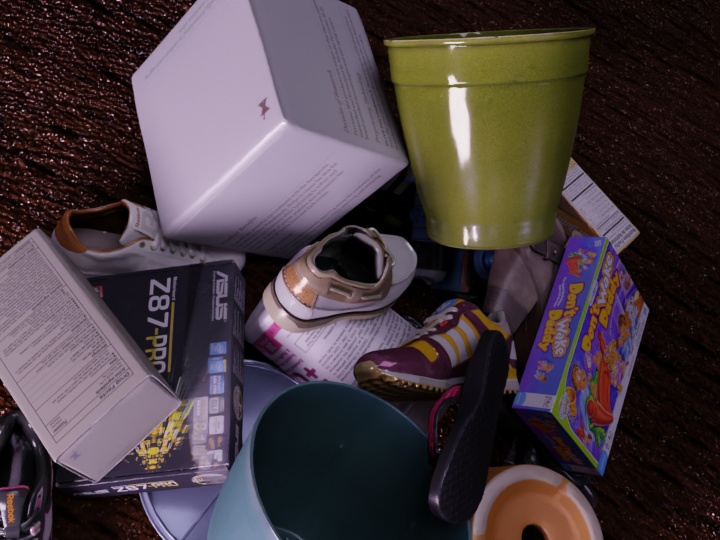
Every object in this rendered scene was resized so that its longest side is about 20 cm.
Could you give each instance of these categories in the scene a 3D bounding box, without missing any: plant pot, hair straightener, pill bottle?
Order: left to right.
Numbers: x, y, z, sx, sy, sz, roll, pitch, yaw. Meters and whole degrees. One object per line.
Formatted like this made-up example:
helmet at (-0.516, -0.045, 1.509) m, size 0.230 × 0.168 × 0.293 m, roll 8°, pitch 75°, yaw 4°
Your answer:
plant pot at (-0.034, 0.220, 0.740) m, size 0.198 × 0.162 × 0.202 m, roll 24°, pitch 36°, yaw -18°
pill bottle at (-0.007, 0.079, 0.896) m, size 0.199 × 0.113 × 0.114 m, roll 38°, pitch 57°, yaw -9°
plant pot at (0.123, -0.128, 0.878) m, size 0.197 × 0.200 × 0.197 m, roll -9°, pitch 106°, yaw -24°
plant pot at (0.120, 0.261, 0.819) m, size 0.196 × 0.184 × 0.204 m, roll 9°, pitch 62°, yaw -16°
hair straightener at (0.177, 0.196, 0.964) m, size 0.076 × 0.041 × 0.201 m, roll -33°, pitch 83°, yaw -30°

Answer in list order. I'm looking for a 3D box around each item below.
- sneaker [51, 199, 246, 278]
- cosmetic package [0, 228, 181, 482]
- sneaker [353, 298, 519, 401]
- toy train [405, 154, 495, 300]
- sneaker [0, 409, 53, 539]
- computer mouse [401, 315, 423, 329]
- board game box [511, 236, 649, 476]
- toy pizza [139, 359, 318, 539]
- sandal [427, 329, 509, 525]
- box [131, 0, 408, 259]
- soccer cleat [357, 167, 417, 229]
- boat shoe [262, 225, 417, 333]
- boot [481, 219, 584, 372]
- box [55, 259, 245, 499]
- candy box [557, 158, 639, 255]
sneaker at (-0.202, -0.026, 0.902) m, size 0.196 × 0.085 × 0.074 m, roll 0°, pitch 63°, yaw -24°
cosmetic package at (-0.256, 0.070, 0.788) m, size 0.103 × 0.073 × 0.200 m, roll -40°, pitch 62°, yaw -8°
sneaker at (0.067, 0.070, 0.832) m, size 0.198 × 0.074 × 0.092 m, roll 10°, pitch 71°, yaw -45°
toy train at (0.105, -0.071, 1.003) m, size 0.112 × 0.086 × 0.204 m, roll 6°, pitch 90°, yaw -23°
sneaker at (-0.290, 0.210, 0.750) m, size 0.079 × 0.087 × 0.203 m, roll -5°, pitch 67°, yaw -20°
computer mouse at (0.003, 0.050, 0.970) m, size 0.197 × 0.034 × 0.059 m, roll 23°, pitch 58°, yaw -9°
board game box at (0.232, 0.087, 0.937) m, size 0.135 × 0.044 × 0.202 m, roll 47°, pitch 57°, yaw -39°
toy pizza at (-0.113, 0.183, 0.861) m, size 0.196 × 0.032 × 0.204 m, roll 8°, pitch 64°, yaw -16°
sandal at (0.084, 0.129, 0.760) m, size 0.044 × 0.076 × 0.201 m, roll -2°, pitch 35°, yaw 23°
box at (-0.096, -0.151, 0.906) m, size 0.170 × 0.198 × 0.203 m, roll 8°, pitch 56°, yaw -46°
soccer cleat at (0.021, -0.091, 1.031) m, size 0.196 × 0.067 × 0.083 m, roll 0°, pitch 76°, yaw -21°
boat shoe at (0.000, 0.000, 0.824) m, size 0.075 × 0.068 × 0.199 m, roll 51°, pitch 35°, yaw 10°
boot at (0.211, 0.033, 0.988) m, size 0.200 × 0.070 × 0.147 m, roll 47°, pitch 65°, yaw -31°
box at (-0.186, 0.097, 0.829) m, size 0.158 × 0.049 × 0.203 m, roll -6°, pitch 62°, yaw 6°
candy box at (0.215, -0.079, 1.064) m, size 0.055 × 0.116 × 0.201 m, roll -36°, pitch 81°, yaw -30°
